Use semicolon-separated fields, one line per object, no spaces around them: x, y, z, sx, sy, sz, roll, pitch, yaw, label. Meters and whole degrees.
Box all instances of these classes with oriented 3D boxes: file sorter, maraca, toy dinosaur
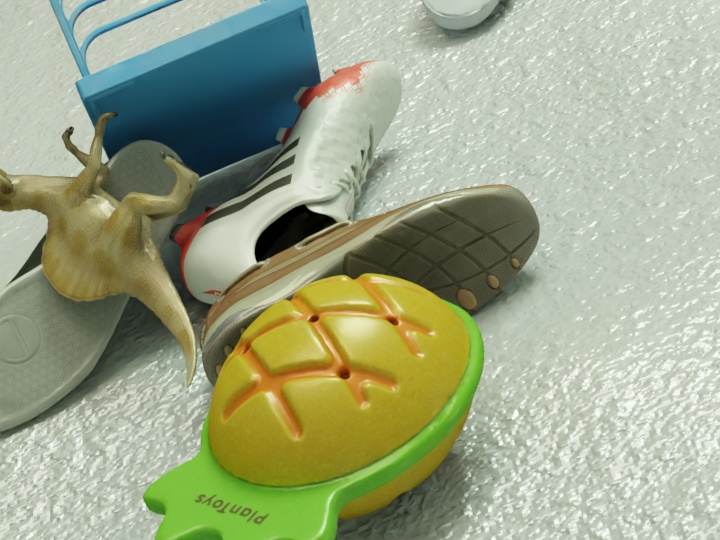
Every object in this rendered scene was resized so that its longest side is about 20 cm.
-0.112;-0.146;1.496;0.139;0.200;0.123;-24;75;-4;file sorter
-0.021;0.076;1.211;0.137;0.107;0.200;8;42;40;maraca
-0.132;-0.021;1.391;0.200;0.058;0.101;38;92;22;toy dinosaur

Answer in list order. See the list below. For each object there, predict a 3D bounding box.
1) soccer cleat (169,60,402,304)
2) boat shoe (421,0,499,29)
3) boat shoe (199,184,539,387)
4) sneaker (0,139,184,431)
-0.026;-0.048;1.457;0.085;0.069;0.200;20;53;38;soccer cleat
0.074;-0.236;1.676;0.073;0.068;0.200;-5;58;7;boat shoe
0.000;0.000;1.352;0.200;0.076;0.072;-23;28;-4;boat shoe
-0.175;0.016;1.459;0.200;0.071;0.099;-55;8;-13;sneaker
